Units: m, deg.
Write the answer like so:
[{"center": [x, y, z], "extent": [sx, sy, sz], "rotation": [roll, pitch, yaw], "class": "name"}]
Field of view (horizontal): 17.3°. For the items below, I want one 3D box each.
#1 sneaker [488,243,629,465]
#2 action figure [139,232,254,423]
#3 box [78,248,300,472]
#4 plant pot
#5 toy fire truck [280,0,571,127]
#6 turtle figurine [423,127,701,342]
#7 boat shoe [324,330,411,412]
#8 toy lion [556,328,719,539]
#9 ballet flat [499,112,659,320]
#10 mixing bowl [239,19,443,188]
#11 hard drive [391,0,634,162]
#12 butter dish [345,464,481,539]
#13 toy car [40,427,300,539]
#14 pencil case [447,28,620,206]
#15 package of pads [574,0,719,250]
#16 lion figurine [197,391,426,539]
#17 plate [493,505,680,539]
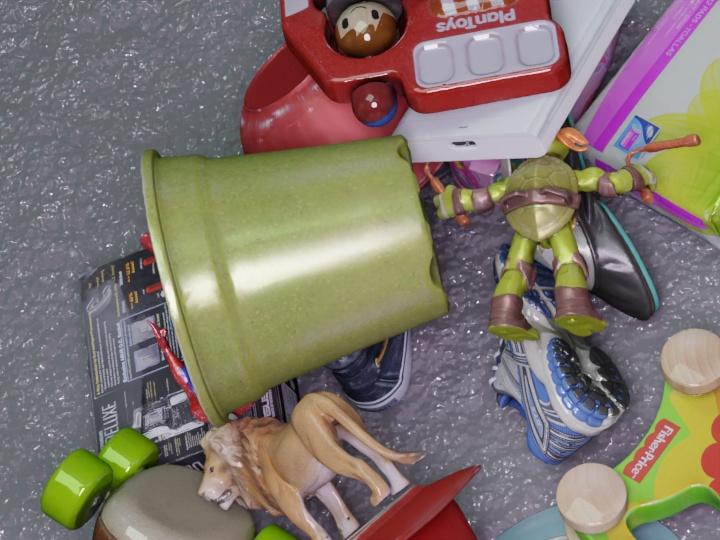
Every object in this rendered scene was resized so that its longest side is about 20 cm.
[{"center": [0.123, 0.059, 1.704], "extent": [0.085, 0.077, 0.201], "rotation": [-55, 29, 28], "class": "sneaker"}, {"center": [-0.120, 0.047, 1.787], "extent": [0.065, 0.052, 0.201], "rotation": [-25, 58, 7], "class": "action figure"}, {"center": [-0.133, 0.069, 1.841], "extent": [0.157, 0.050, 0.201], "rotation": [-21, 56, 15], "class": "box"}, {"center": [-0.039, -0.010, 1.656], "extent": [0.183, 0.201, 0.201], "rotation": [-15, 57, 3], "class": "plant pot"}, {"center": [0.042, -0.182, 1.675], "extent": [0.199, 0.112, 0.169], "rotation": [-10, 54, 6], "class": "toy fire truck"}, {"center": [0.138, -0.037, 1.640], "extent": [0.198, 0.064, 0.162], "rotation": [-4, 68, 12], "class": "turtle figurine"}, {"center": [0.000, 0.000, 1.788], "extent": [0.070, 0.091, 0.201], "rotation": [-14, 58, 18], "class": "boat shoe"}, {"center": [0.260, 0.143, 1.595], "extent": [0.191, 0.069, 0.200], "rotation": [31, 69, 28], "class": "toy lion"}, {"center": [0.147, -0.045, 1.724], "extent": [0.068, 0.068, 0.201], "rotation": [-23, 80, -11], "class": "ballet flat"}, {"center": [-0.019, -0.119, 1.801], "extent": [0.200, 0.108, 0.201], "rotation": [-35, 26, 20], "class": "mixing bowl"}, {"center": [0.117, -0.156, 1.714], "extent": [0.131, 0.026, 0.201], "rotation": [0, 45, 39], "class": "hard drive"}, {"center": [0.021, 0.254, 1.599], "extent": [0.200, 0.199, 0.148], "rotation": [-41, 85, 25], "class": "butter dish"}, {"center": [-0.167, 0.247, 1.718], "extent": [0.164, 0.158, 0.201], "rotation": [32, 106, 13], "class": "toy car"}, {"center": [0.137, -0.143, 1.805], "extent": [0.087, 0.087, 0.201], "rotation": [16, 70, 32], "class": "pencil case"}, {"center": [0.271, -0.127, 1.740], "extent": [0.154, 0.068, 0.200], "rotation": [33, 82, 36], "class": "package of pads"}, {"center": [-0.035, 0.127, 1.647], "extent": [0.123, 0.072, 0.200], "rotation": [53, 137, 7], "class": "lion figurine"}, {"center": [0.144, 0.249, 1.621], "extent": [0.199, 0.026, 0.201], "rotation": [-11, 59, 20], "class": "plate"}]
